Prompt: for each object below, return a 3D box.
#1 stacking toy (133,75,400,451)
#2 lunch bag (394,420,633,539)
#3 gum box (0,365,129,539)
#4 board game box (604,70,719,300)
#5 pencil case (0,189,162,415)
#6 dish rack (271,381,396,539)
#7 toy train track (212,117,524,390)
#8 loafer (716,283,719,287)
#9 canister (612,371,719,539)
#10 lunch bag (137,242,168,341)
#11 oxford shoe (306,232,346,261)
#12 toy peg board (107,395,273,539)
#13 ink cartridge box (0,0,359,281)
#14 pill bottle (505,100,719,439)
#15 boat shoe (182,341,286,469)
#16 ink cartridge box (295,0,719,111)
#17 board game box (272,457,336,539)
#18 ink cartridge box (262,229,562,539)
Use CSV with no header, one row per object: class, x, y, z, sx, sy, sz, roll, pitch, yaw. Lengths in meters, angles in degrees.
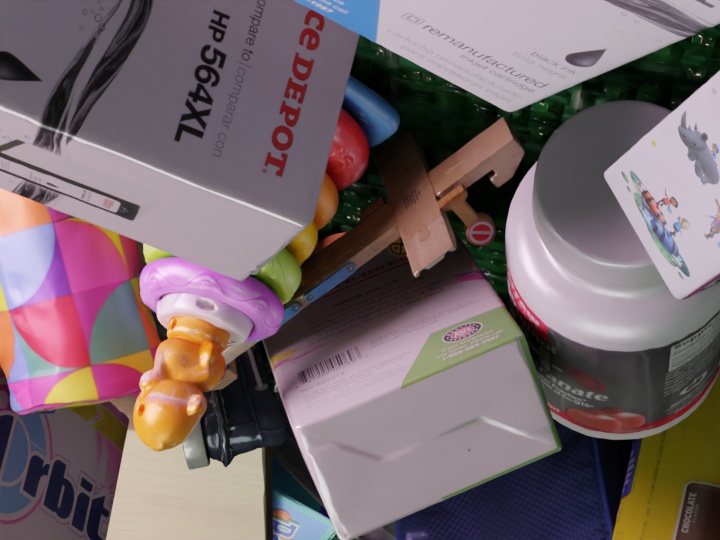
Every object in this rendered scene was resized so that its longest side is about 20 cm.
stacking toy,-0.065,-0.007,1.049,0.110,0.200,0.116,31,153,-34
lunch bag,0.100,0.130,1.293,0.136,0.200,0.132,-16,151,21
gum box,-0.198,0.091,1.125,0.066,0.114,0.200,-6,149,28
board game box,0.196,-0.068,0.808,0.147,0.064,0.200,-25,170,-21
pencil case,-0.151,-0.026,1.078,0.088,0.200,0.088,-13,-177,1
dish rack,0.022,0.129,1.416,0.172,0.044,0.200,43,-168,27
toy train track,0.000,0.000,1.079,0.200,0.115,0.033,-36,120,12
loafer,0.212,-0.005,0.974,0.200,0.070,0.070,1,-145,-46
canister,0.197,0.127,1.206,0.086,0.200,0.149,2,155,32
lunch bag,-0.204,-0.013,1.206,0.200,0.139,0.168,25,150,-28
oxford shoe,-0.029,0.038,1.312,0.071,0.073,0.200,19,159,-11
toy peg board,-0.144,0.142,1.359,0.200,0.199,0.098,4,-159,9
ink cartridge box,-0.105,-0.103,0.914,0.200,0.146,0.084,21,156,-16
pill bottle,0.124,-0.001,1.062,0.111,0.111,0.200,11,158,10
boat shoe,-0.070,0.039,1.239,0.062,0.200,0.075,-6,114,0
ink cartridge box,0.065,-0.142,0.785,0.145,0.084,0.200,26,156,-26
board game box,-0.128,0.145,1.429,0.200,0.045,0.152,32,126,-11
ink cartridge box,0.017,0.046,1.113,0.117,0.200,0.067,-23,111,-1
